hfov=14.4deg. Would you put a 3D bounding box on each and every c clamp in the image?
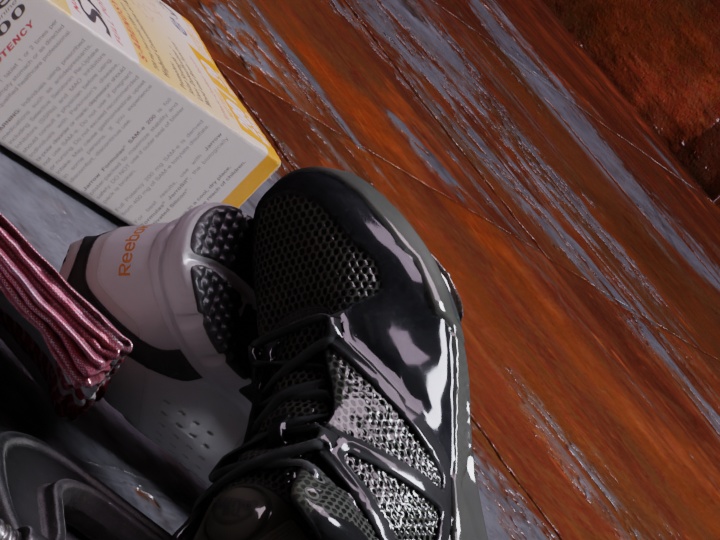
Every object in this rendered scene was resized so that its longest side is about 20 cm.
[{"bbox_3d":[-0.069,0.125,0.967,0.200,0.027,0.171,38,9,-27],"label":"c clamp"}]

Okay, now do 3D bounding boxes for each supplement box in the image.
[{"bbox_3d":[-0.142,-0.104,1.335,0.200,0.074,0.126,33,17,-45],"label":"supplement box"}]

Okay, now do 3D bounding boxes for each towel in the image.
[{"bbox_3d":[-0.142,-0.007,0.993,0.144,0.023,0.200,45,-11,0],"label":"towel"}]

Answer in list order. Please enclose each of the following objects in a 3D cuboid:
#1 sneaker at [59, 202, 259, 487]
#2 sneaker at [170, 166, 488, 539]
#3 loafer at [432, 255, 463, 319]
[{"bbox_3d":[-0.053,0.048,1.120,0.200,0.080,0.074,63,35,-39],"label":"sneaker"},{"bbox_3d":[-0.017,0.055,1.008,0.114,0.076,0.199,7,70,-52],"label":"sneaker"},{"bbox_3d":[0.000,0.000,1.303,0.073,0.071,0.200,61,-18,-14],"label":"loafer"}]
